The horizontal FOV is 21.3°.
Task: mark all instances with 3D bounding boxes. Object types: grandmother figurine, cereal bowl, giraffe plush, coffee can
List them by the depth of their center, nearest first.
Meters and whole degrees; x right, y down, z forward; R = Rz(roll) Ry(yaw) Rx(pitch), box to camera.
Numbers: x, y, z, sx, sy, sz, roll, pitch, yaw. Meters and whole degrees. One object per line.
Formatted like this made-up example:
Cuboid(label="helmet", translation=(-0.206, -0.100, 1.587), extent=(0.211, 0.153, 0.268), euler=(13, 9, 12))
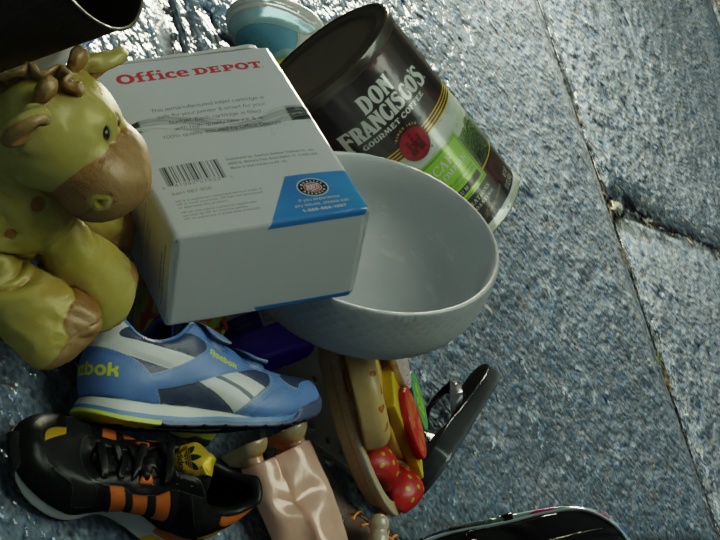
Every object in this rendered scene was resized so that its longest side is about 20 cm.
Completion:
Cuboid(label="giraffe plush", translation=(-0.198, -0.062, 1.210), extent=(0.199, 0.162, 0.173), euler=(27, 37, -28))
Cuboid(label="grandmother figurine", translation=(-0.029, 0.218, 1.447), extent=(0.061, 0.121, 0.201), euler=(136, -66, -73))
Cuboid(label="cereal bowl", translation=(0.000, 0.000, 1.449), extent=(0.199, 0.084, 0.201), euler=(10, 36, -8))
Cuboid(label="coffee can", translation=(0.024, -0.110, 1.668), extent=(0.200, 0.146, 0.147), euler=(49, 29, -23))

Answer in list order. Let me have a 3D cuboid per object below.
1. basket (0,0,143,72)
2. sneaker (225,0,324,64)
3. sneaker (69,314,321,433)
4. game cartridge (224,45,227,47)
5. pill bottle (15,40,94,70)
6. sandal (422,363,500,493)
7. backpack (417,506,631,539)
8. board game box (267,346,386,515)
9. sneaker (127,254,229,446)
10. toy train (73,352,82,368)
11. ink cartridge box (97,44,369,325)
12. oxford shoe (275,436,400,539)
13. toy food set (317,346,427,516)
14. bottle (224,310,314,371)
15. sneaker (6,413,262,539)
Cuboid(label="basket", translation=(-0.262, -0.192, 1.222), extent=(0.136, 0.199, 0.181), euler=(2, 66, -63))
Cuboid(label="sneaker", translation=(-0.050, -0.156, 1.750), extent=(0.200, 0.079, 0.131), euler=(40, 33, -40))
Cuboid(label="sneaker", translation=(-0.108, 0.072, 1.335), extent=(0.199, 0.074, 0.083), euler=(8, 76, -40))
Cuboid(label="game cartridge", translation=(-0.083, -0.095, 1.644), extent=(0.201, 0.032, 0.176), euler=(57, 18, -8))
Cuboid(label="pill bottle", translation=(-0.226, -0.221, 1.425), extent=(0.112, 0.112, 0.200), euler=(58, 25, -13))
Cuboid(label="sandal", translation=(0.081, 0.133, 1.756), extent=(0.043, 0.076, 0.200), euler=(36, 26, 2))
Cuboid(label="backpack", translation=(0.145, 0.292, 1.579), extent=(0.151, 0.199, 0.178), euler=(59, 15, -64))
Cuboid(label="board game box", translation=(-0.029, 0.085, 1.629), extent=(0.200, 0.026, 0.201), euler=(41, 33, -41))
Cuboid(label="sneaker", translation=(-0.127, 0.031, 1.412), extent=(0.078, 0.090, 0.201), euler=(25, 47, -56))
Cuboid(label="toy train", translation=(-0.190, -0.006, 1.393), extent=(0.046, 0.034, 0.201), euler=(56, 24, -43))
Cuboid(label="ink cartridge box", translation=(-0.101, -0.065, 1.361), extent=(0.144, 0.085, 0.200), euler=(-9, 44, -22))
Cuboid(label="oxford shoe", translation=(-0.002, 0.212, 1.508), extent=(0.201, 0.073, 0.071), euler=(63, 25, -4))
Cuboid(label="toy food set", translation=(0.012, 0.099, 1.549), extent=(0.198, 0.048, 0.201), euler=(-93, 164, -54))
Cuboid(label="bottle", translation=(-0.102, -0.017, 1.513), extent=(0.065, 0.083, 0.201), euler=(99, -29, -75))
Cuboid(label="sneaker", translation=(-0.147, 0.131, 1.278), extent=(0.200, 0.090, 0.070), euler=(33, 40, -50))
